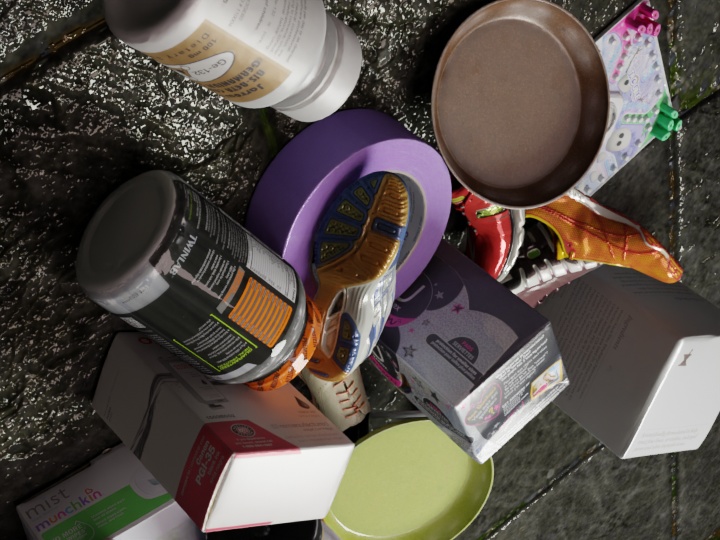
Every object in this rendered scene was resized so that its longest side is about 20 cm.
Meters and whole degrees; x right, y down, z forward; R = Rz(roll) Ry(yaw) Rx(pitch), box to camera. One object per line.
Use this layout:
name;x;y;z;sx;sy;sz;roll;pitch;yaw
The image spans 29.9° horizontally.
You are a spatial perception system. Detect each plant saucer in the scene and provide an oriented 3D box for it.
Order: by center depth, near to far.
plant saucer;0.149;-0.161;1.300;0.199;0.034;0.202;-3;98;-25
plant saucer;0.044;0.229;1.434;0.198;0.031;0.201;-10;125;-14

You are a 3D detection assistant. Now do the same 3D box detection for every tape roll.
tape roll;-0.010;-0.048;1.272;0.199;0.066;0.201;-25;134;-28

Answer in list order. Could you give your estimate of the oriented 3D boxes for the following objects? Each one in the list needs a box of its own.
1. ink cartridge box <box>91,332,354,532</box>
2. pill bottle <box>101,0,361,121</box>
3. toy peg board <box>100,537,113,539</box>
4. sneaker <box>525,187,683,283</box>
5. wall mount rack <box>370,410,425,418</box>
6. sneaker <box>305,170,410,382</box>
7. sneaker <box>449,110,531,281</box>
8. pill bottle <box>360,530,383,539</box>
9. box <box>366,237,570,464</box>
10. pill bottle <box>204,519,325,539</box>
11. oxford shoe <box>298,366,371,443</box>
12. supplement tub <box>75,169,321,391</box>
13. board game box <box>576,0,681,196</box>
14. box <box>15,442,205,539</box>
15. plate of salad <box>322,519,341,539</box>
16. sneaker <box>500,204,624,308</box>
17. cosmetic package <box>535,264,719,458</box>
ink cartridge box;-0.126;0.137;1.204;0.146;0.200;0.083;2;117;-44
pill bottle;-0.091;-0.190;1.039;0.199;0.114;0.115;24;103;-50
toy peg board;-0.224;0.375;1.238;0.199;0.098;0.200;-46;143;0
sneaker;0.247;-0.035;1.427;0.078;0.199;0.073;-61;-179;6
wall mount rack;0.078;0.180;1.541;0.173;0.074;0.201;-31;138;-27
sneaker;0.000;0.000;1.229;0.088;0.075;0.201;-22;136;-64
sneaker;0.116;-0.077;1.374;0.084;0.077;0.202;-15;120;-28
pill bottle;-0.049;0.364;1.532;0.200;0.113;0.113;-52;141;3
box;0.089;0.070;1.354;0.132;0.200;0.115;-40;139;-12
pill bottle;-0.081;0.303;1.300;0.111;0.112;0.201;-30;138;-22
oxford shoe;-0.018;0.118;1.391;0.071;0.074;0.201;-33;139;-20
supplement tub;-0.130;0.016;1.135;0.123;0.122;0.200;-49;129;0
board game box;0.265;-0.163;1.472;0.200;0.026;0.200;-42;140;-10
box;-0.209;0.257;1.307;0.199;0.097;0.177;-27;139;-24
plate of salad;-0.064;0.306;1.415;0.048;0.199;0.201;-44;147;-42
sneaker;0.205;0.000;1.506;0.199;0.076;0.116;-20;152;-9
cosmetic package;0.319;0.094;1.594;0.164;0.200;0.166;1;120;-43
